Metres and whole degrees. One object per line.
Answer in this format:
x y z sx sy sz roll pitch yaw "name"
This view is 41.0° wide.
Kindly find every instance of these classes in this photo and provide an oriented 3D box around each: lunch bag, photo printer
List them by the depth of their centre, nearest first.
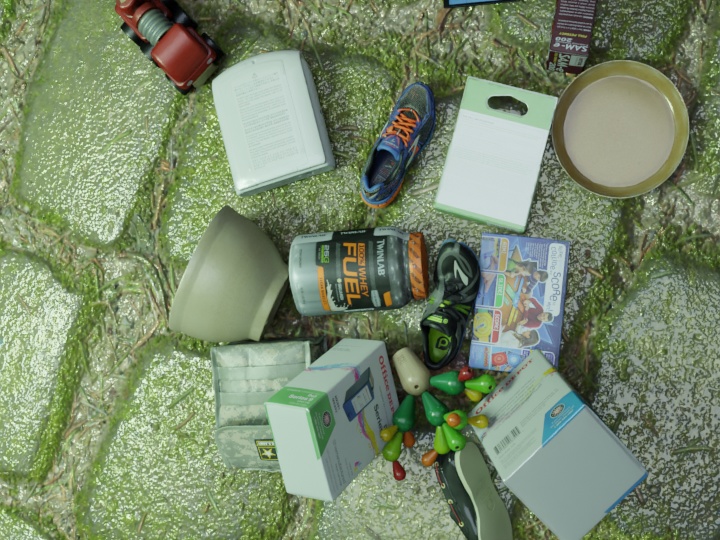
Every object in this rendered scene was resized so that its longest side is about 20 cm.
-0.133 0.207 1.453 0.161 0.117 0.205 -3 91 13 "lunch bag"
-0.139 -0.234 1.496 0.163 0.069 0.204 -17 84 9 "photo printer"

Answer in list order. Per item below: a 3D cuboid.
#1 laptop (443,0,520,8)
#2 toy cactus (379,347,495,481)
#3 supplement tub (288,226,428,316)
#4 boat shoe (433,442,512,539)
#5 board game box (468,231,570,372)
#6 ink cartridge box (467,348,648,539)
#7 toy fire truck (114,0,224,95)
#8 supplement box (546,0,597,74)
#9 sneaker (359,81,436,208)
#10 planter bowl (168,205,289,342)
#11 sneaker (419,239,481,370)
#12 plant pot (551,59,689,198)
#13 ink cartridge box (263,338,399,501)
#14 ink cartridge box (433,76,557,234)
0.212 -0.499 1.409 0.101 0.199 0.181 6 74 -25 "laptop"
0.091 0.188 1.368 0.200 0.102 0.166 -44 64 24 "toy cactus"
0.000 0.000 1.434 0.196 0.122 0.125 -6 86 10 "supplement tub"
0.168 0.352 1.421 0.063 0.073 0.205 -18 95 44 "boat shoe"
0.237 0.051 1.432 0.132 0.034 0.205 7 89 11 "board game box"
0.262 0.236 1.317 0.147 0.200 0.146 -44 107 6 "ink cartridge box"
-0.305 -0.385 1.466 0.129 0.200 0.176 -44 81 6 "toy fire truck"
0.316 -0.400 1.401 0.060 0.109 0.204 9 88 9 "supplement box"
0.058 -0.190 1.454 0.074 0.078 0.203 23 92 10 "sneaker"
-0.182 0.025 1.436 0.133 0.200 0.203 25 92 1 "planter bowl"
0.129 0.055 1.403 0.069 0.083 0.204 14 109 13 "sneaker"
0.382 -0.207 1.422 0.196 0.027 0.205 0 88 11 "plant pot"
-0.032 0.206 1.370 0.086 0.199 0.148 0 113 34 "ink cartridge box"
0.202 -0.172 1.442 0.143 0.048 0.204 15 90 10 "ink cartridge box"
